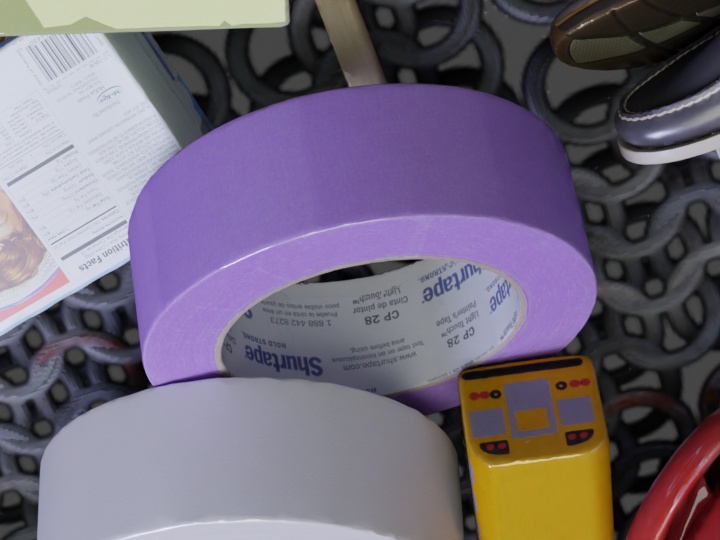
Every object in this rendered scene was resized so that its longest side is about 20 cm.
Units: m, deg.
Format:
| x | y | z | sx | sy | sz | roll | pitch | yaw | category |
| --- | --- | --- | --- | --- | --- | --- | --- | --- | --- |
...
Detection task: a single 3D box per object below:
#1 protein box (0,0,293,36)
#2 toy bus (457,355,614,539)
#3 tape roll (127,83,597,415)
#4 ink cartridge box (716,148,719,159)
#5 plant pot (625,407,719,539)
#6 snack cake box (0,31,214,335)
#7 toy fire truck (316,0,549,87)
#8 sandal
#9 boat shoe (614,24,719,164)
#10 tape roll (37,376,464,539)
| x | y | z | sx | sy | sz | roll | pitch | yaw | category |
| --- | --- | --- | --- | --- | --- | --- | --- | --- | --- |
| -0.126 | -0.211 | 0.838 | 0.197 | 0.135 | 0.201 | -2 | 114 | 2 | protein box |
| 0.087 | 0.125 | 0.986 | 0.065 | 0.079 | 0.201 | -8 | 134 | 1 | toy bus |
| 0.000 | 0.000 | 0.907 | 0.199 | 0.066 | 0.200 | -9 | 153 | -5 | tape roll |
| 0.270 | -0.061 | 0.928 | 0.199 | 0.083 | 0.147 | -28 | 110 | 11 | ink cartridge box |
| 0.226 | 0.155 | 0.941 | 0.200 | 0.182 | 0.202 | -23 | 129 | -32 | plant pot |
| -0.172 | -0.038 | 0.951 | 0.199 | 0.067 | 0.115 | -29 | 112 | 13 | snack cake box |
| 0.026 | -0.142 | 0.914 | 0.141 | 0.049 | 0.200 | -32 | 109 | 14 | toy fire truck |
| 0.164 | -0.152 | 0.898 | 0.199 | 0.082 | 0.055 | -35 | 68 | 2 | sandal |
| 0.186 | -0.118 | 0.876 | 0.199 | 0.073 | 0.063 | -32 | 116 | 8 | boat shoe |
| -0.051 | 0.125 | 0.964 | 0.201 | 0.071 | 0.203 | -2 | 150 | -1 | tape roll |
